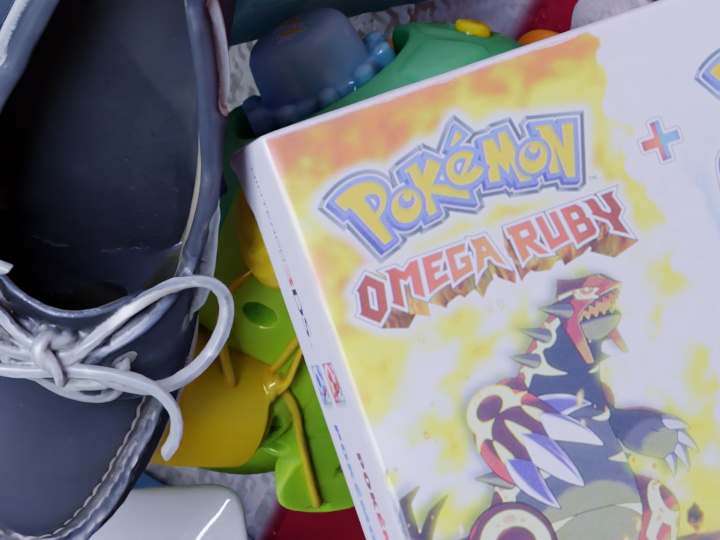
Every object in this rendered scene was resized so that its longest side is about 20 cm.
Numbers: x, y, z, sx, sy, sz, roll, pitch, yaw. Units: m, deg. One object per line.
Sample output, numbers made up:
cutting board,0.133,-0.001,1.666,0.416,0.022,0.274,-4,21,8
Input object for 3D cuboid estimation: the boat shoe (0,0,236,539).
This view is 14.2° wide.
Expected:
boat shoe,-0.064,-0.007,0.661,0.075,0.062,0.200,13,123,-9

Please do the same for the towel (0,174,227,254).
towel,-0.125,-0.084,0.656,0.145,0.024,0.200,-12,125,6

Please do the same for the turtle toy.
turtle toy,0.000,0.000,0.780,0.200,0.146,0.101,-52,45,42

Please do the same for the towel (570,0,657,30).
towel,0.102,0.018,0.794,0.132,0.034,0.200,24,118,38

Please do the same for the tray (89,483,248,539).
tray,-0.072,0.157,0.765,0.022,0.107,0.200,125,140,-64

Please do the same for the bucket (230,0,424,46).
bucket,-0.042,-0.154,0.784,0.207,0.135,0.207,11,111,31

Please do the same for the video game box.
video game box,0.094,0.024,0.672,0.047,0.200,0.182,152,98,-78

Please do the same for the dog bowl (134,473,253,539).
dog bowl,-0.100,0.110,0.964,0.200,0.050,0.112,28,119,25
